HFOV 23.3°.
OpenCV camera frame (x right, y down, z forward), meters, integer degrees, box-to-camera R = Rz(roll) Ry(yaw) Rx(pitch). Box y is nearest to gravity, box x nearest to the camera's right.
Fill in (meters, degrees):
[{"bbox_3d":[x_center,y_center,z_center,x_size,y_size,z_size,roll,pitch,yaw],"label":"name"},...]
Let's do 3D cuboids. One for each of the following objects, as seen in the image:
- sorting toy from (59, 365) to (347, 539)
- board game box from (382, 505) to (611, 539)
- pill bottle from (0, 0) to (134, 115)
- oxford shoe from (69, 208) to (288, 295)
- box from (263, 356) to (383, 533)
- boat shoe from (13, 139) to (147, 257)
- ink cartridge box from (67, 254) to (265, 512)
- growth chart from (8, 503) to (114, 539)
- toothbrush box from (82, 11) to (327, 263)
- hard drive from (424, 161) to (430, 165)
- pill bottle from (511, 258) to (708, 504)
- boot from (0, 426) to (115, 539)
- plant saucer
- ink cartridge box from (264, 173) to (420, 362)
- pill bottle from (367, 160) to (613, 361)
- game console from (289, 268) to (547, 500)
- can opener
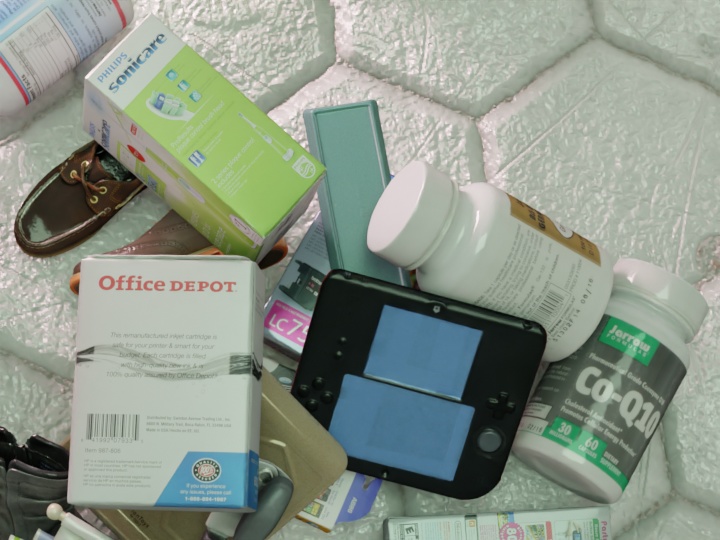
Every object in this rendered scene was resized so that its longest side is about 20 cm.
[{"bbox_3d":[-0.140,0.163,1.511,0.200,0.036,0.185,-42,98,13],"label":"sorting toy"},{"bbox_3d":[0.124,0.286,1.538,0.199,0.064,0.148,-2,79,-5],"label":"board game box"},{"bbox_3d":[-0.312,-0.212,1.583,0.200,0.109,0.109,-40,84,-12],"label":"pill bottle"},{"bbox_3d":[-0.170,-0.022,1.581,0.199,0.071,0.073,-13,69,-16],"label":"oxford shoe"},{"bbox_3d":[-0.073,0.150,1.562,0.199,0.041,0.119,25,76,-2],"label":"box"},{"bbox_3d":[-0.233,-0.088,1.584,0.200,0.070,0.070,-40,87,-11],"label":"boat shoe"},{"bbox_3d":[-0.154,0.093,1.414,0.144,0.084,0.201,1,80,4],"label":"ink cartridge box"},{"bbox_3d":[-0.257,0.284,1.467,0.144,0.018,0.200,35,118,-2],"label":"growth chart"},{"bbox_3d":[-0.137,-0.105,1.491,0.200,0.146,0.086,43,75,0],"label":"toothbrush box"},{"bbox_3d":[0.076,0.015,1.612,0.132,0.026,0.200,-39,84,-12],"label":"hard drive"},{"bbox_3d":[0.226,0.097,1.563,0.113,0.113,0.200,30,76,2],"label":"pill bottle"},{"bbox_3d":[-0.248,0.212,1.470,0.199,0.132,0.070,15,34,3],"label":"boot"},{"bbox_3d":[-0.002,-0.058,1.560,0.070,0.019,0.201,-9,76,-5],"label":"plant saucer"},{"bbox_3d":[0.000,0.000,1.574,0.119,0.042,0.200,28,73,4],"label":"ink cartridge box"},{"bbox_3d":[0.112,-0.011,1.520,0.200,0.114,0.115,28,75,-20],"label":"pill bottle"},{"bbox_3d":[0.043,0.102,1.502,0.199,0.031,0.177,15,114,-5],"label":"game console"},{"bbox_3d":[-0.118,0.247,1.483,0.052,0.067,0.200,26,110,-5],"label":"can opener"}]
